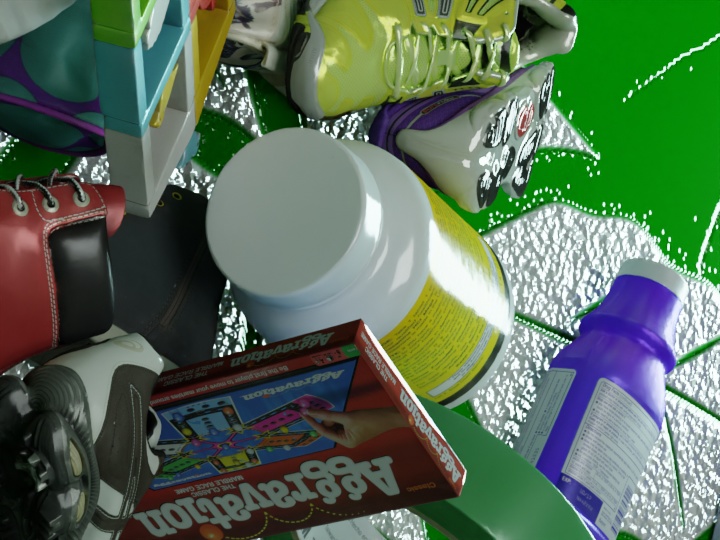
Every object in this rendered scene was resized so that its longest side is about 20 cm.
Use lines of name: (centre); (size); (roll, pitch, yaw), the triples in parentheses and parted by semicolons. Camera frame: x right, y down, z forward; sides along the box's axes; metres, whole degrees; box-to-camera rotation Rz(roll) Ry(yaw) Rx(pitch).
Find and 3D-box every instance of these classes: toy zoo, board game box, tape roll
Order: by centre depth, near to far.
toy zoo: (-0.086, -0.116, 0.932); (0.201, 0.020, 0.132); (93, 13, -57)
board game box: (-0.058, 0.087, 0.998); (0.103, 0.199, 0.020); (54, 36, -30)
tape roll: (0.035, 0.145, 1.086); (0.048, 0.199, 0.201); (-51, 123, -32)

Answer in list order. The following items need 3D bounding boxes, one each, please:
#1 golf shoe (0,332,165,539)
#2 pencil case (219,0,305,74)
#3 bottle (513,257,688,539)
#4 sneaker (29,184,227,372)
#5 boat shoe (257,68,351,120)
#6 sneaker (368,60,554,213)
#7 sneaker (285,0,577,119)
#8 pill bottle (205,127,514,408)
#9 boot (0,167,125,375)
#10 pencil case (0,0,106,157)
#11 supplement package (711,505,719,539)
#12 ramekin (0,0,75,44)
golf shoe: (-0.126, 0.107, 0.953); (0.094, 0.078, 0.201); (-36, 158, -33)
pencil case: (-0.046, -0.197, 1.078); (0.078, 0.089, 0.202); (26, 73, -44)
bottle: (0.148, 0.087, 1.290); (0.083, 0.065, 0.201); (43, 62, -37)
sneaker: (-0.143, -0.017, 1.010); (0.200, 0.074, 0.107); (41, 53, -39)
boat shoe: (-0.002, -0.185, 1.136); (0.065, 0.072, 0.202); (33, 74, -41)
sneaker: (0.057, -0.087, 1.169); (0.200, 0.083, 0.081); (-20, 127, -72)
sneaker: (0.039, -0.125, 1.083); (0.199, 0.076, 0.076); (-28, 130, -43)
pill bottle: (0.000, 0.000, 1.069); (0.200, 0.111, 0.114); (38, 63, -63)
boot: (-0.179, -0.043, 0.878); (0.143, 0.072, 0.202); (-27, 116, -19)
pencil case: (-0.124, -0.155, 1.004); (0.092, 0.085, 0.202); (20, 75, -11)
supplement package: (0.324, 0.223, 1.402); (0.111, 0.155, 0.202); (29, 70, -41)
ramekin: (-0.183, -0.182, 0.880); (0.094, 0.201, 0.204); (78, 35, -61)
